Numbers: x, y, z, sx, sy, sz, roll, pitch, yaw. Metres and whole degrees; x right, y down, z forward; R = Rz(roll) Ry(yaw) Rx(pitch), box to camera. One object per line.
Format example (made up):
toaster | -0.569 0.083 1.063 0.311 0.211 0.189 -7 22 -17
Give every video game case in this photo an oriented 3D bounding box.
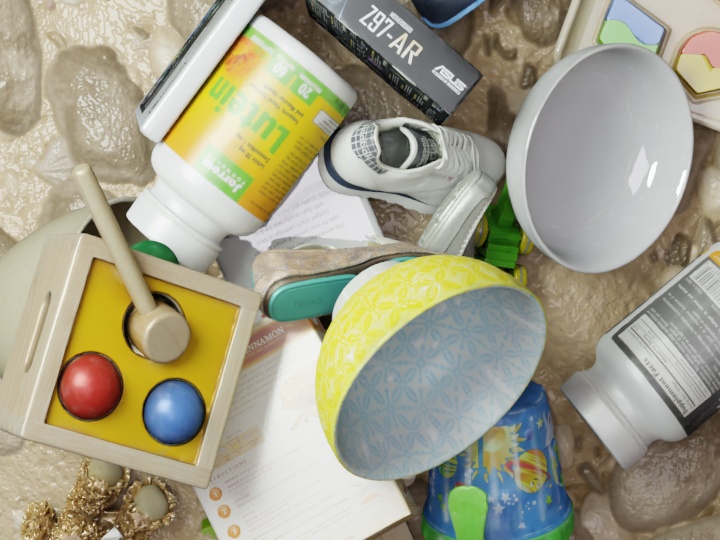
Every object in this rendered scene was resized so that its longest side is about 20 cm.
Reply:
video game case | -0.125 -0.202 1.355 0.023 0.182 0.201 36 93 -14

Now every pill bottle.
pill bottle | 0.282 0.078 1.401 0.199 0.116 0.117 -40 92 2
pill bottle | -0.103 -0.100 1.309 0.111 0.111 0.201 38 92 -2

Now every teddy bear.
teddy bear | -0.252 0.264 1.444 0.143 0.067 0.202 16 86 -10

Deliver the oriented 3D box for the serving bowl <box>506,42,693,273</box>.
serving bowl | 0.201 -0.102 1.390 0.198 0.066 0.203 -10 109 -32

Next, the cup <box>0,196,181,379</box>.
cup | -0.253 0.040 1.378 0.142 0.200 0.203 -2 93 28

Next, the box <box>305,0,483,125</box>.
box | 0.025 -0.194 1.345 0.160 0.200 0.044 41 92 -1

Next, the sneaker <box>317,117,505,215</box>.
sneaker | 0.061 -0.096 1.372 0.198 0.080 0.077 -2 77 -39

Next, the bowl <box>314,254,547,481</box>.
bowl | 0.037 0.057 1.243 0.200 0.200 0.108 -42 52 2

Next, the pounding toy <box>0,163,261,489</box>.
pounding toy | -0.180 0.045 1.207 0.182 0.142 0.202 19 82 -25

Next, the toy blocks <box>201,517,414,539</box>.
toy blocks | -0.026 0.254 1.416 0.198 0.100 0.138 -23 104 2

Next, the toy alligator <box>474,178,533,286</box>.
toy alligator | 0.114 0.011 1.431 0.059 0.054 0.203 7 102 -15

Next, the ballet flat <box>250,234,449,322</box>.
ballet flat | 0.000 0.000 1.308 0.198 0.067 0.069 0 124 -28

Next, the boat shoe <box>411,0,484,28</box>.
boat shoe | 0.128 -0.295 1.397 0.199 0.084 0.069 -37 104 -1

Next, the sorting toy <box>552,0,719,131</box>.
sorting toy | 0.294 -0.238 1.424 0.198 0.036 0.187 20 93 -1

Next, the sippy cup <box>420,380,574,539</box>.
sippy cup | 0.116 0.164 1.363 0.138 0.178 0.132 -11 110 -15

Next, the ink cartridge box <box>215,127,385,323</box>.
ink cartridge box | -0.069 -0.058 1.409 0.145 0.086 0.202 -24 95 1

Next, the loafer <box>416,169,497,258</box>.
loafer | 0.074 0.005 1.380 0.069 0.070 0.201 28 117 1

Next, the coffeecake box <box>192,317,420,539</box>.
coffeecake box | -0.065 0.151 1.323 0.152 0.073 0.202 -29 79 3

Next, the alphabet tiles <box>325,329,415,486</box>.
alphabet tiles | -0.040 0.157 1.455 0.193 0.015 0.202 15 93 0
